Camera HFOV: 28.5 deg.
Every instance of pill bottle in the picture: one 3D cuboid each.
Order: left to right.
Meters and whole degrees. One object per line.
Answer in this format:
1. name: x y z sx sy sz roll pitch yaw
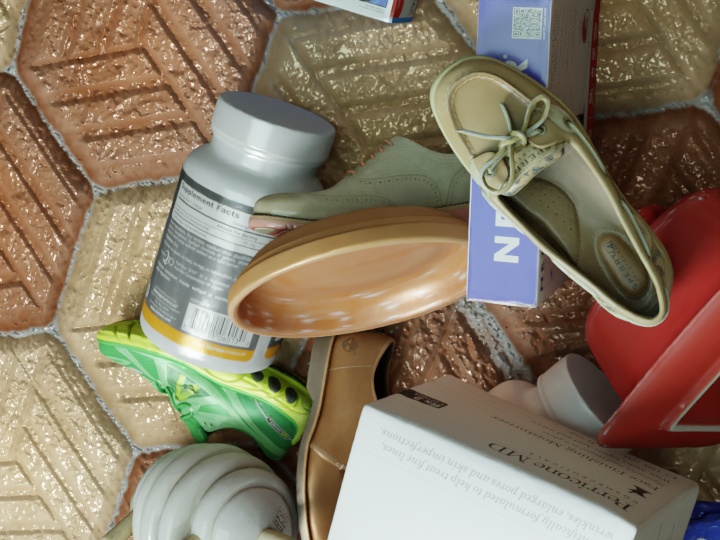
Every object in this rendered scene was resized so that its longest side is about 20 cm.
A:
1. pill bottle: -0.093 -0.030 1.107 0.116 0.116 0.201 23 107 16
2. pill bottle: 0.108 0.154 1.064 0.200 0.111 0.112 -42 84 23

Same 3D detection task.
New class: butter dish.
1. butter dish: 0.232 0.014 0.971 0.200 0.200 0.148 -52 56 23

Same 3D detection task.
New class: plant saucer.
1. plant saucer: 0.000 0.000 1.025 0.199 0.200 0.038 -21 70 23

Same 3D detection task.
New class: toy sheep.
1. toy sheep: -0.117 0.202 1.117 0.200 0.137 0.139 12 106 47

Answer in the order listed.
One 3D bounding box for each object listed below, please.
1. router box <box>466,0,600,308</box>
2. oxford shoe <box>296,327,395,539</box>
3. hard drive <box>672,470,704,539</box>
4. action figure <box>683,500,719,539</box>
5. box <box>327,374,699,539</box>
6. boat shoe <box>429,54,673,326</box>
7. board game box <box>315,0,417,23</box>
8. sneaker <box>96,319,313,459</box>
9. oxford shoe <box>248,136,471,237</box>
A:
1. router box: 0.122 -0.089 0.976 0.049 0.179 0.201 5 102 18
2. oxford shoe: -0.008 0.143 1.116 0.071 0.071 0.201 6 88 14
3. hard drive: 0.194 0.259 1.096 0.200 0.027 0.132 -34 87 24
4. action figure: 0.270 0.154 1.002 0.199 0.065 0.099 7 101 -11
5. box: 0.088 0.202 0.935 0.198 0.131 0.201 22 106 26
6. boat shoe: 0.120 -0.050 0.857 0.200 0.063 0.073 45 102 -4
7. board game box: -0.033 -0.308 1.063 0.199 0.056 0.197 20 106 17
8. sneaker: -0.138 0.098 1.170 0.199 0.074 0.084 23 103 16
9. oxford shoe: 0.011 -0.060 1.050 0.199 0.071 0.074 -6 90 -22
